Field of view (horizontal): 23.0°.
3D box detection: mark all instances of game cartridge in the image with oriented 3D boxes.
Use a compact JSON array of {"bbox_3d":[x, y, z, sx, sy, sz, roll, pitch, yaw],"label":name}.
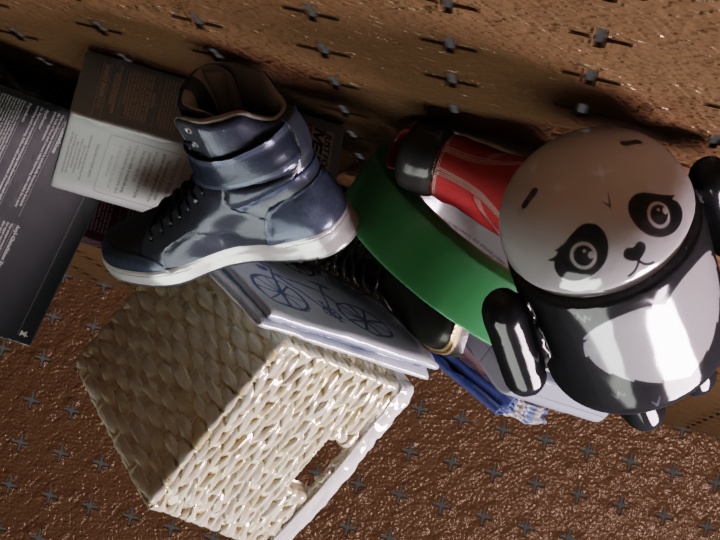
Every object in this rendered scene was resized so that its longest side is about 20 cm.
[{"bbox_3d":[0.137,0.043,1.573,0.132,0.042,0.201,15,-144,-33],"label":"game cartridge"}]

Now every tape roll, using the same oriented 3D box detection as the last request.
[{"bbox_3d":[0.080,-0.012,1.286,0.199,0.048,0.201,33,-165,-10],"label":"tape roll"}]

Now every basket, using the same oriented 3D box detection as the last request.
[{"bbox_3d":[-0.101,0.088,1.466,0.160,0.199,0.200,27,-160,-43],"label":"basket"}]

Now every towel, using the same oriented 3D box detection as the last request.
[{"bbox_3d":[0.098,0.087,1.607,0.146,0.024,0.200,39,-176,17],"label":"towel"}]

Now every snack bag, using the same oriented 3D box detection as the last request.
[{"bbox_3d":[-0.054,0.010,1.392,0.187,0.022,0.200,18,-161,-42],"label":"snack bag"}]

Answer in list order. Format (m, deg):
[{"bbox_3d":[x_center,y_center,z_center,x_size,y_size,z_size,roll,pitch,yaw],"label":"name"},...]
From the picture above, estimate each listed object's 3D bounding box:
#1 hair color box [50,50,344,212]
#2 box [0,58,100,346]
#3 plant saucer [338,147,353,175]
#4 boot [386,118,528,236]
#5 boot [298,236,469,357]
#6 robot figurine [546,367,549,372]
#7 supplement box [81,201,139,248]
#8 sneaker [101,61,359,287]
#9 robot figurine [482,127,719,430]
[{"bbox_3d":[-0.121,-0.085,1.315,0.198,0.061,0.099,16,146,-10],"label":"hair color box"},{"bbox_3d":[-0.291,-0.057,1.405,0.140,0.201,0.079,20,-164,-32],"label":"box"},{"bbox_3d":[-0.105,-0.098,1.434,0.198,0.036,0.200,14,174,2],"label":"plant saucer"},{"bbox_3d":[0.097,-0.057,1.252,0.143,0.073,0.200,22,179,20],"label":"boot"},{"bbox_3d":[0.000,0.000,1.384,0.137,0.078,0.200,13,-164,-23],"label":"boot"},{"bbox_3d":[0.173,0.027,1.462,0.199,0.125,0.151,17,-143,-51],"label":"robot figurine"},{"bbox_3d":[-0.260,-0.089,1.518,0.199,0.110,0.061,20,171,-37],"label":"supplement box"},{"bbox_3d":[-0.117,-0.068,1.226,0.200,0.077,0.147,-11,130,25],"label":"sneaker"},{"bbox_3d":[0.160,0.007,1.089,0.124,0.151,0.201,4,138,30],"label":"robot figurine"}]
